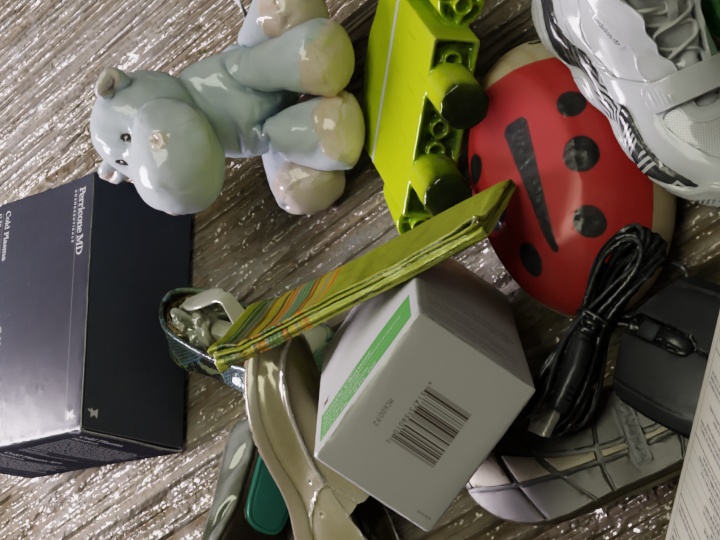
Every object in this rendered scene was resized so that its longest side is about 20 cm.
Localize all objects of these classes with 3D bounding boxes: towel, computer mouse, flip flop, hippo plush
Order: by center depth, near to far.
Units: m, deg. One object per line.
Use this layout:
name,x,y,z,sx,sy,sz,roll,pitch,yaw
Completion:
computer mouse,0.193,0.060,0.952,0.199,0.053,0.139,25,80,26
flip flop,0.152,0.096,1.022,0.199,0.058,0.082,-23,70,18
towel,0.000,0.000,1.056,0.199,0.086,0.018,-27,104,25
hippo plush,-0.106,-0.124,1.217,0.200,0.160,0.160,51,142,37

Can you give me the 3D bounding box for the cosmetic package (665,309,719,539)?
cosmetic package,0.206,0.097,0.852,0.105,0.071,0.201,-94,12,-69

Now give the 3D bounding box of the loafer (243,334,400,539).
loafer,-0.017,0.126,1.131,0.068,0.076,0.201,-17,97,20

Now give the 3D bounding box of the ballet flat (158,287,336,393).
ballet flat,-0.074,0.049,1.223,0.199,0.074,0.075,8,83,43

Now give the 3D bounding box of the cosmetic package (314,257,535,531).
cosmetic package,0.036,0.060,1.043,0.108,0.085,0.200,-55,9,10

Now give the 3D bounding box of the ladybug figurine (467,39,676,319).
ladybug figurine,0.123,-0.061,1.081,0.136,0.072,0.201,-36,55,29

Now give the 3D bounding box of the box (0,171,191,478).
box,-0.230,0.048,1.351,0.181,0.104,0.201,-14,69,40

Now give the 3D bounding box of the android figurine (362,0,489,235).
android figurine,0.040,-0.115,1.146,0.200,0.041,0.183,-115,30,-62

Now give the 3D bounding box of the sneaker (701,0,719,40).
sneaker,0.205,-0.197,1.036,0.074,0.083,0.200,-46,51,10

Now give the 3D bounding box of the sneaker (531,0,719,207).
sneaker,0.177,-0.131,1.002,0.200,0.075,0.115,52,154,25

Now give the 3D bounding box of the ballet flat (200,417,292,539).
ballet flat,-0.082,0.185,1.180,0.064,0.067,0.201,-21,43,48
